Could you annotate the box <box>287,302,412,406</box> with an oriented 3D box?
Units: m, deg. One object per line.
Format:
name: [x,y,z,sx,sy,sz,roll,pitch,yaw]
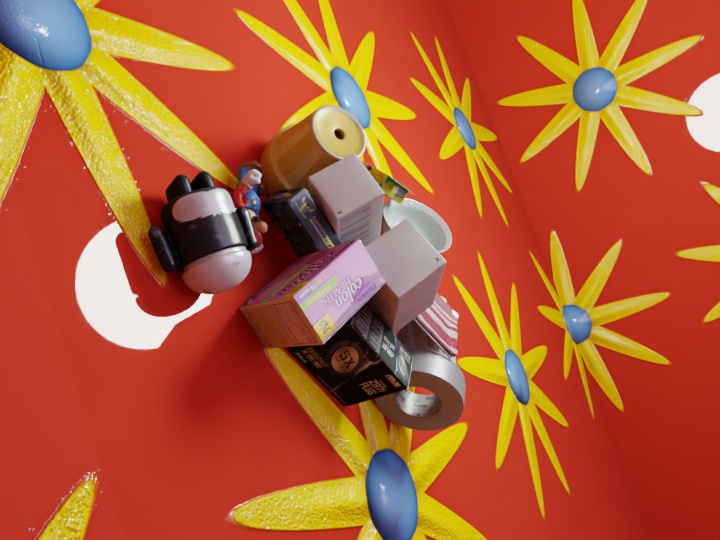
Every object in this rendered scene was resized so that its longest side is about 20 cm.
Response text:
box: [-0.017,0.165,1.224,0.200,0.163,0.087,51,34,-28]

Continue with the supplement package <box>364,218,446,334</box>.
supplement package: [0.074,0.017,1.197,0.120,0.121,0.200,50,-18,19]

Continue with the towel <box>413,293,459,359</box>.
towel: [0.171,0.100,1.394,0.144,0.023,0.200,46,23,-10]

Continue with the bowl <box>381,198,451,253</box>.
bowl: [0.131,-0.090,1.601,0.199,0.091,0.202,17,41,-16]

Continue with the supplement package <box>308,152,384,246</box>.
supplement package: [-0.029,-0.120,1.243,0.114,0.109,0.200,55,-15,19]

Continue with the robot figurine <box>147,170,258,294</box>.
robot figurine: [-0.260,-0.060,1.026,0.125,0.149,0.202,59,10,-86]

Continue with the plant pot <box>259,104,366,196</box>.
plant pot: [-0.088,-0.241,1.297,0.199,0.189,0.203,15,61,-28]

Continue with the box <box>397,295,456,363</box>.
box: [0.120,0.144,1.492,0.198,0.130,0.202,31,45,-46]

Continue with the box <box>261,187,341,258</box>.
box: [-0.104,-0.069,1.234,0.051,0.157,0.201,-40,110,-20]

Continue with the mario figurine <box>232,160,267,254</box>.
mario figurine: [-0.202,-0.112,1.170,0.123,0.105,0.201,43,36,-39]

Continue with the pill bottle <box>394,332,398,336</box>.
pill bottle: [0.058,0.056,1.351,0.109,0.108,0.201,43,60,-35]

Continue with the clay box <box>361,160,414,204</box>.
clay box: [0.038,-0.234,1.575,0.200,0.048,0.115,36,8,36]

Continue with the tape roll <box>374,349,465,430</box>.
tape roll: [0.132,0.267,1.359,0.201,0.199,0.066,51,33,-26]

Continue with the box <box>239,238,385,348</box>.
box: [-0.089,0.045,1.100,0.176,0.199,0.097,-42,108,-34]
